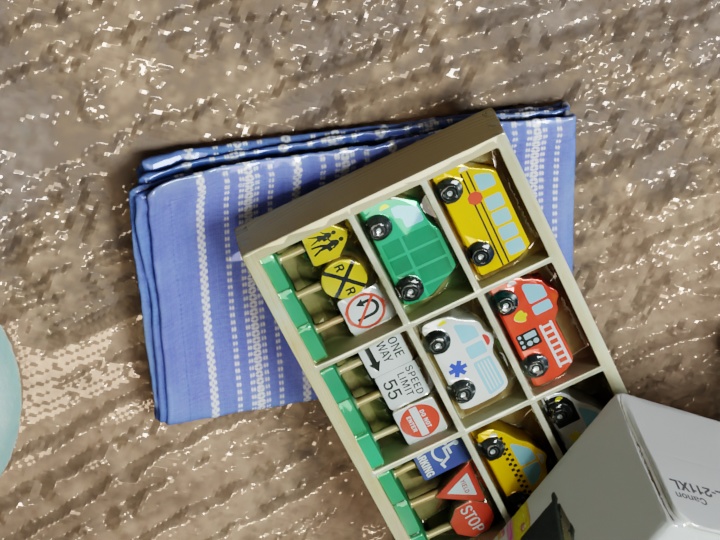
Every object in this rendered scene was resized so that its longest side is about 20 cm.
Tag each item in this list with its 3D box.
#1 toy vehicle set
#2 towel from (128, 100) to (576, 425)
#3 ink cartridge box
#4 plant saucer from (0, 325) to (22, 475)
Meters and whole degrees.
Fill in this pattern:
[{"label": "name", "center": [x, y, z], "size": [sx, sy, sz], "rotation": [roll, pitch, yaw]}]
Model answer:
[{"label": "toy vehicle set", "center": [0.042, 0.037, 1.185], "size": [0.124, 0.027, 0.200], "rotation": [-26, 121, 3]}, {"label": "towel", "center": [0.000, 0.000, 1.189], "size": [0.200, 0.024, 0.145], "rotation": [-8, 127, -8]}, {"label": "ink cartridge box", "center": [0.129, 0.163, 1.224], "size": [0.146, 0.083, 0.200], "rotation": [17, 125, -31]}, {"label": "plant saucer", "center": [-0.246, 0.073, 1.169], "size": [0.201, 0.039, 0.201], "rotation": [-7, 125, -10]}]
